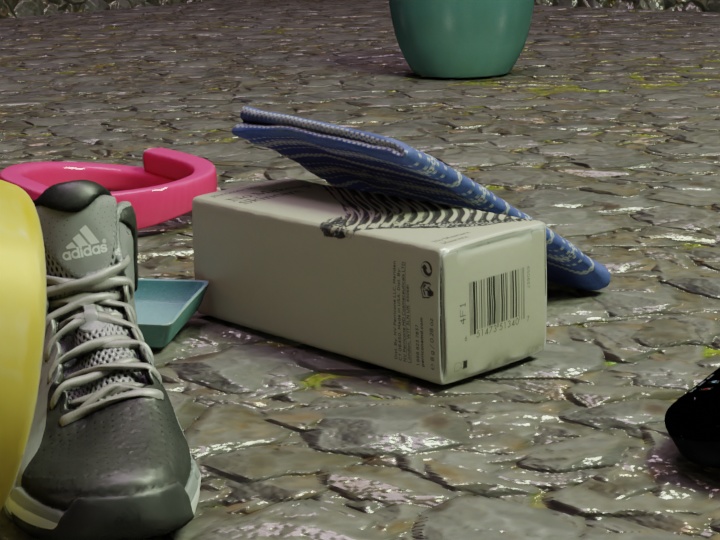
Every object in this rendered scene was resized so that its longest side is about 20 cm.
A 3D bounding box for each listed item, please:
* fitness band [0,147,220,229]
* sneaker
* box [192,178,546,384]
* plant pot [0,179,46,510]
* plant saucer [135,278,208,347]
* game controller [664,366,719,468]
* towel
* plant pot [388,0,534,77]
[{"bbox_3d":[-0.188,-0.061,1.146,0.142,0.038,0.199,-10,15,-31],"label":"fitness band"},{"bbox_3d":[-0.112,0.026,0.613,0.074,0.117,0.200,-5,14,-16],"label":"sneaker"},{"bbox_3d":[0.000,0.000,0.807,0.082,0.069,0.199,-14,19,-41],"label":"box"},{"bbox_3d":[-0.217,0.019,0.529,0.187,0.203,0.200,8,8,-28],"label":"plant pot"},{"bbox_3d":[-0.185,0.021,0.836,0.198,0.019,0.070,0,19,13],"label":"plant saucer"},{"bbox_3d":[0.208,0.045,0.662,0.103,0.043,0.199,7,16,32],"label":"game controller"},{"bbox_3d":[0.037,-0.036,0.869,0.144,0.024,0.199,16,-8,45],"label":"towel"},{"bbox_3d":[0.129,-0.330,1.945,0.198,0.163,0.201,-2,13,0],"label":"plant pot"}]
